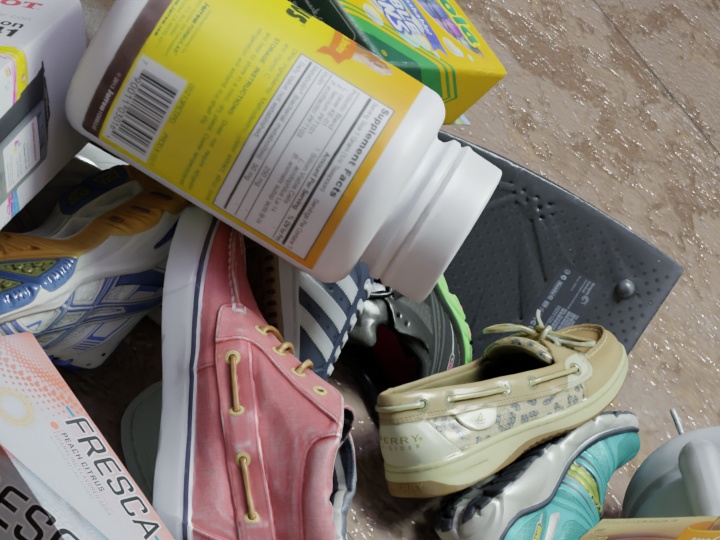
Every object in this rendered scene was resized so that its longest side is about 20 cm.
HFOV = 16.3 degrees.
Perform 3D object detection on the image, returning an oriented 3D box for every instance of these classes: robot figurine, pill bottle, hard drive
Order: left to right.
[{"bbox_3d":[-0.035,-0.068,1.223,0.200,0.109,0.109,32,30,-1],"label":"pill bottle"},{"bbox_3d":[0.076,-0.001,1.491,0.200,0.135,0.042,27,16,-17],"label":"hard drive"},{"bbox_3d":[0.216,0.171,1.446,0.200,0.113,0.170,-102,175,-46],"label":"robot figurine"}]

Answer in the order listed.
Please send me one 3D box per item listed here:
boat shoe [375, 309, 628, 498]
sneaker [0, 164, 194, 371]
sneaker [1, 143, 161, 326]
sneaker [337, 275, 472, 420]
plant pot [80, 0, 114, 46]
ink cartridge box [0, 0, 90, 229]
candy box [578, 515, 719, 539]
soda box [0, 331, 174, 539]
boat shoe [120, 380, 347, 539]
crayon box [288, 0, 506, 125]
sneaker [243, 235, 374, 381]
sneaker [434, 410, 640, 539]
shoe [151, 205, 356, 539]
[{"bbox_3d":[0.083,0.065,1.410,0.200,0.073,0.063,-30,108,-48],"label":"boat shoe"},{"bbox_3d":[-0.156,0.021,1.240,0.200,0.088,0.075,-25,38,-35],"label":"sneaker"},{"bbox_3d":[-0.119,-0.024,1.352,0.200,0.076,0.081,32,7,-30],"label":"sneaker"},{"bbox_3d":[0.000,0.000,1.406,0.200,0.077,0.084,60,38,-19],"label":"sneaker"},{"bbox_3d":[-0.197,-0.188,1.361,0.198,0.200,0.200,40,29,-18],"label":"plant pot"},{"bbox_3d":[-0.233,-0.069,1.194,0.147,0.086,0.200,8,28,13],"label":"ink cartridge box"},{"bbox_3d":[0.181,0.174,1.292,0.115,0.200,0.055,-35,111,-44],"label":"candy box"},{"bbox_3d":[-0.136,0.124,1.141,0.200,0.064,0.068,52,31,18],"label":"soda box"},{"bbox_3d":[-0.048,0.135,1.236,0.200,0.076,0.060,51,-9,32],"label":"boat shoe"},{"bbox_3d":[0.005,-0.145,1.403,0.126,0.052,0.200,54,21,13],"label":"crayon box"},{"bbox_3d":[-0.019,0.018,1.319,0.108,0.070,0.200,5,84,-36],"label":"sneaker"},{"bbox_3d":[0.107,0.137,1.425,0.200,0.077,0.080,-34,96,-55],"label":"sneaker"},{"bbox_3d":[-0.047,0.058,1.212,0.091,0.071,0.200,-3,60,7],"label":"shoe"}]
